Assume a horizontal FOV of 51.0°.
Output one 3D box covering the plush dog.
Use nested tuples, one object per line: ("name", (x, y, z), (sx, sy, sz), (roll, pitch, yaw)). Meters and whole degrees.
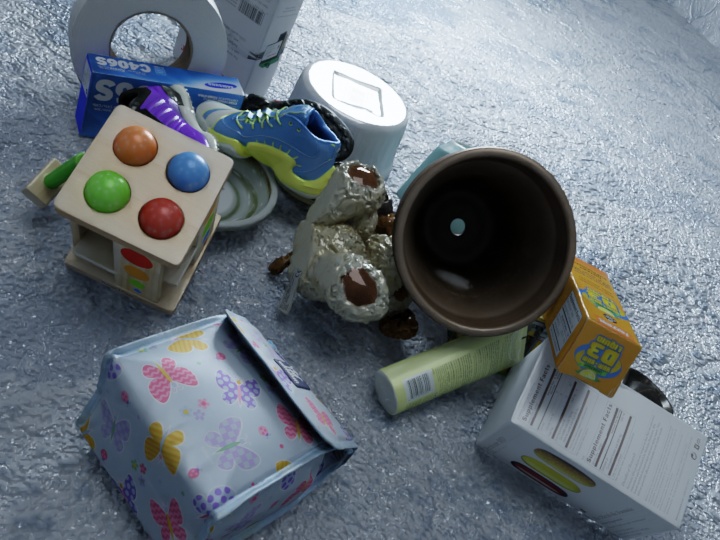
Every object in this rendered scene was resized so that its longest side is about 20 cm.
("plush dog", (0.000, 0.000, 0.901), (0.170, 0.159, 0.203), (25, 51, -36))

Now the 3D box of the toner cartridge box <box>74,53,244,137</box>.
("toner cartridge box", (-0.259, -0.214, 0.980), (0.197, 0.096, 0.044), (1, 46, -33))

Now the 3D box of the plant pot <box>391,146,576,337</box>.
("plant pot", (0.130, -0.042, 0.874), (0.198, 0.203, 0.175), (25, 8, -6))

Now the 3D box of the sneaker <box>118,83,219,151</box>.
("sneaker", (-0.231, -0.148, 0.867), (0.098, 0.070, 0.201), (-2, 40, -32))

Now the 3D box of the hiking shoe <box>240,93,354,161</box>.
("hiking shoe", (-0.086, -0.199, 1.048), (0.198, 0.076, 0.086), (24, 6, 23))

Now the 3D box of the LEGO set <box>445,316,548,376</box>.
("LEGO set", (0.183, 0.037, 0.967), (0.152, 0.117, 0.201), (25, 37, -7))

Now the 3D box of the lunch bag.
("lunch bag", (-0.112, 0.130, 0.660), (0.170, 0.128, 0.199), (48, 34, 20))

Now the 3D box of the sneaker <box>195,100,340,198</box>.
("sneaker", (-0.108, -0.181, 0.951), (0.198, 0.106, 0.076), (30, 33, -3))

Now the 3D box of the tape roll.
("tape roll", (-0.273, -0.292, 0.974), (0.200, 0.204, 0.037), (4, 43, -30))

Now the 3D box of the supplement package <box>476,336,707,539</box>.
("supplement package", (0.246, 0.185, 0.821), (0.198, 0.114, 0.110), (32, 63, 4))

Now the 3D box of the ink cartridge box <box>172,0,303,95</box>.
("ink cartridge box", (-0.182, -0.379, 1.136), (0.145, 0.201, 0.084), (37, 34, 10))

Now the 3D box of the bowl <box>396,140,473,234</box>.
("bowl", (0.160, -0.116, 1.087), (0.198, 0.106, 0.201), (22, 16, -6))

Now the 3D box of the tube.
("tube", (0.111, 0.105, 0.853), (0.197, 0.058, 0.053), (-18, 78, -23))

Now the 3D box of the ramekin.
("ramekin", (-0.022, -0.234, 1.159), (0.197, 0.098, 0.202), (18, 38, -15))

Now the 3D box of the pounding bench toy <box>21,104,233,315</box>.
("pounding bench toy", (-0.245, -0.075, 0.746), (0.197, 0.156, 0.126), (25, 63, -5))

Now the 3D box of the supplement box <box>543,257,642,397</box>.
("supplement box", (0.239, 0.051, 0.805), (0.066, 0.069, 0.201), (26, 23, -3))

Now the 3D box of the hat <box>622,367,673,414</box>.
("hat", (0.332, 0.176, 0.940), (0.198, 0.081, 0.202), (18, 40, -15))

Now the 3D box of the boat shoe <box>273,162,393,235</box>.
("boat shoe", (-0.033, -0.115, 1.020), (0.198, 0.066, 0.073), (29, 41, 21))

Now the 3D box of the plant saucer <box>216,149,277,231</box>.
("plant saucer", (-0.201, -0.107, 0.932), (0.197, 0.051, 0.202), (18, 38, -15))
